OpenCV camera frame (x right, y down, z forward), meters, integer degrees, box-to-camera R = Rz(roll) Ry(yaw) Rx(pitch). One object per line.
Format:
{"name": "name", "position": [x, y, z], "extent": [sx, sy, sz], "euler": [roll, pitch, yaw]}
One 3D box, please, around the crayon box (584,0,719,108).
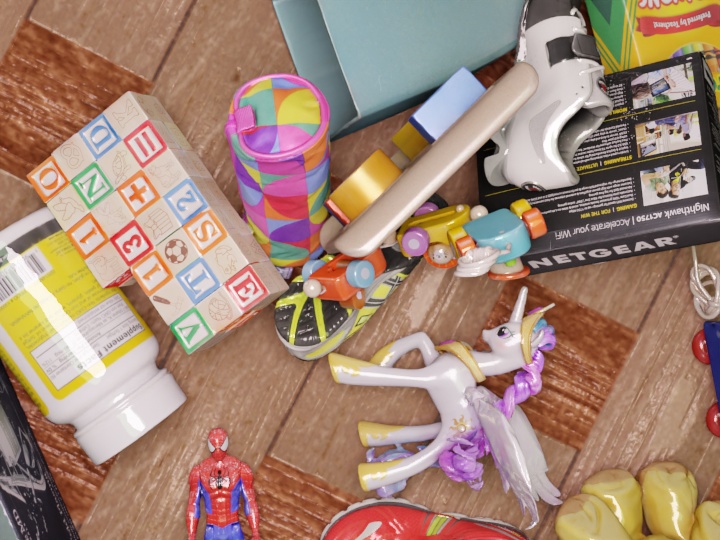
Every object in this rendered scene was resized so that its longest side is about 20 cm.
{"name": "crayon box", "position": [0.277, -0.204, 1.025], "extent": [0.127, 0.051, 0.201], "euler": [-17, 93, -28]}

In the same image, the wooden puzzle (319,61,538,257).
{"name": "wooden puzzle", "position": [0.036, -0.088, 0.869], "extent": [0.185, 0.200, 0.046], "euler": [-44, 98, -3]}

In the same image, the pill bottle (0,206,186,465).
{"name": "pill bottle", "position": [-0.243, 0.056, 0.964], "extent": [0.114, 0.114, 0.200], "euler": [-36, 93, -4]}

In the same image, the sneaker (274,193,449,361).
{"name": "sneaker", "position": [0.000, 0.000, 1.012], "extent": [0.200, 0.076, 0.075], "euler": [-40, 72, -19]}

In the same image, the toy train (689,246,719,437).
{"name": "toy train", "position": [0.372, 0.059, 1.044], "extent": [0.115, 0.085, 0.201], "euler": [-11, 91, -16]}

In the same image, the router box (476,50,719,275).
{"name": "router box", "position": [0.196, -0.084, 0.951], "extent": [0.199, 0.051, 0.150], "euler": [-11, 68, 26]}

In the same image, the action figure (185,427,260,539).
{"name": "action figure", "position": [-0.120, 0.240, 1.012], "extent": [0.065, 0.052, 0.201], "euler": [-4, 89, 0]}

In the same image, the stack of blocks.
{"name": "stack of blocks", "position": [-0.166, -0.031, 0.941], "extent": [0.115, 0.059, 0.200], "euler": [-37, 86, 12]}

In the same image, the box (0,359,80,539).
{"name": "box", "position": [-0.326, 0.179, 0.915], "extent": [0.124, 0.197, 0.201], "euler": [-23, 93, -5]}

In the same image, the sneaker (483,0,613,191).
{"name": "sneaker", "position": [0.169, -0.159, 0.921], "extent": [0.088, 0.074, 0.201], "euler": [13, 89, 33]}

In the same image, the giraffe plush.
{"name": "giraffe plush", "position": [0.260, 0.292, 1.007], "extent": [0.172, 0.200, 0.163], "euler": [-8, 125, -18]}

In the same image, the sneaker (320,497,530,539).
{"name": "sneaker", "position": [0.063, 0.246, 1.008], "extent": [0.199, 0.085, 0.077], "euler": [3, 89, -6]}

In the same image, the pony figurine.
{"name": "pony figurine", "position": [0.092, 0.128, 0.992], "extent": [0.199, 0.167, 0.194], "euler": [-16, 84, 10]}

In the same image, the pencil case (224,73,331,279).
{"name": "pencil case", "position": [-0.065, -0.074, 0.941], "extent": [0.088, 0.200, 0.089], "euler": [1, 62, -2]}

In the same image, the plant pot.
{"name": "plant pot", "position": [0.049, -0.215, 0.982], "extent": [0.199, 0.141, 0.142], "euler": [-20, 92, -14]}

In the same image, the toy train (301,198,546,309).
{"name": "toy train", "position": [0.056, -0.002, 0.915], "extent": [0.150, 0.200, 0.056], "euler": [-38, 115, -39]}
